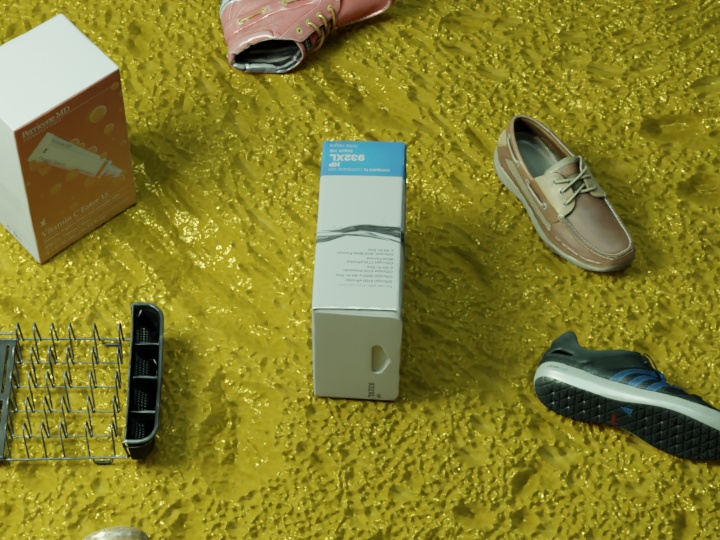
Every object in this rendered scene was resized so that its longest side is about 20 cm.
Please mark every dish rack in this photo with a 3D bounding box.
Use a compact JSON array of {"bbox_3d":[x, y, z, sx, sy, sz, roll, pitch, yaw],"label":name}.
[{"bbox_3d":[-0.281,0.107,1.610,0.199,0.055,0.154,-1,52,-2],"label":"dish rack"}]

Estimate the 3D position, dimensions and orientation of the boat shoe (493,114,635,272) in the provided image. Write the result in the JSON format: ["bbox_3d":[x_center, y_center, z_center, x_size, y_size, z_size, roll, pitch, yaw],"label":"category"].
[{"bbox_3d":[0.202,-0.079,1.752,0.076,0.072,0.200,-30,59,-22],"label":"boat shoe"}]

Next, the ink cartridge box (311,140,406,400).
[{"bbox_3d":[0.000,0.000,1.641,0.083,0.145,0.201,2,53,1],"label":"ink cartridge box"}]

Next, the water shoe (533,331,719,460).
[{"bbox_3d":[0.262,0.109,1.612,0.199,0.072,0.079,19,52,12],"label":"water shoe"}]

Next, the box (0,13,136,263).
[{"bbox_3d":[-0.301,-0.125,1.695,0.124,0.200,0.097,-35,61,-24],"label":"box"}]

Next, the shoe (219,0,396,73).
[{"bbox_3d":[-0.052,-0.267,1.894,0.199,0.072,0.091,-8,54,-1],"label":"shoe"}]

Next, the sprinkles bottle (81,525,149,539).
[{"bbox_3d":[-0.188,0.312,1.448,0.068,0.068,0.201,-12,54,-10],"label":"sprinkles bottle"}]
